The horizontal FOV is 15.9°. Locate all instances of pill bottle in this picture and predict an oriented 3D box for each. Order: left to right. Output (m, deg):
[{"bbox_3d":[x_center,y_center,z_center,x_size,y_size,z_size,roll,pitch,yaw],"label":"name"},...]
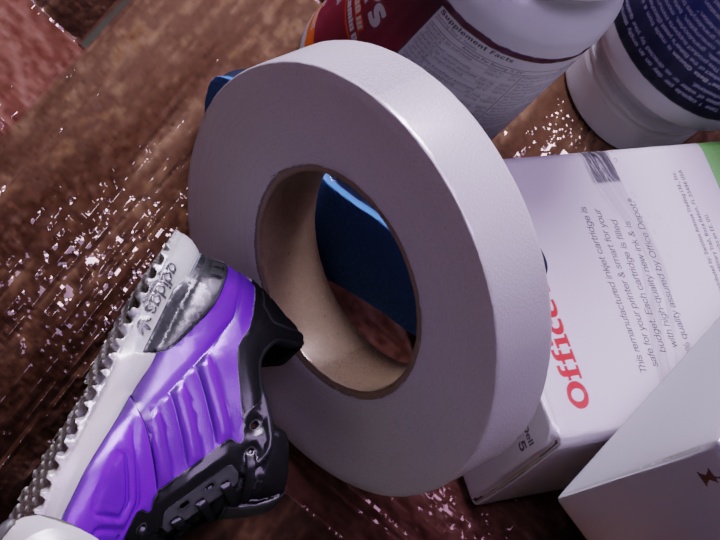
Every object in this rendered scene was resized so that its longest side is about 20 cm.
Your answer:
[{"bbox_3d":[0.059,-0.133,1.231,0.109,0.200,0.110,14,58,-24],"label":"pill bottle"},{"bbox_3d":[0.190,-0.140,1.315,0.110,0.200,0.112,15,57,-24],"label":"pill bottle"}]

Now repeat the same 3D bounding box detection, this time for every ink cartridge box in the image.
[{"bbox_3d":[0.128,0.022,1.263,0.199,0.084,0.146,-6,68,-34],"label":"ink cartridge box"}]

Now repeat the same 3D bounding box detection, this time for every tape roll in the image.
[{"bbox_3d":[0.000,0.000,1.125,0.037,0.203,0.204,-24,78,-37],"label":"tape roll"}]

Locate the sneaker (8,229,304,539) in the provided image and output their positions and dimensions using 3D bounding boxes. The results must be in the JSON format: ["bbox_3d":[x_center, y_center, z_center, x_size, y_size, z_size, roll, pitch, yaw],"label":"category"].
[{"bbox_3d":[-0.081,0.085,1.094,0.099,0.070,0.201,30,64,-9],"label":"sneaker"}]

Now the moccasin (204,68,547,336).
[{"bbox_3d":[0.005,-0.031,1.196,0.068,0.081,0.200,-24,52,-33],"label":"moccasin"}]

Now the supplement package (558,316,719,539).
[{"bbox_3d":[0.207,0.076,1.161,0.200,0.117,0.117,-42,101,-36],"label":"supplement package"}]

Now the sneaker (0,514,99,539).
[{"bbox_3d":[-0.070,0.172,1.030,0.200,0.088,0.077,34,84,-37],"label":"sneaker"}]
